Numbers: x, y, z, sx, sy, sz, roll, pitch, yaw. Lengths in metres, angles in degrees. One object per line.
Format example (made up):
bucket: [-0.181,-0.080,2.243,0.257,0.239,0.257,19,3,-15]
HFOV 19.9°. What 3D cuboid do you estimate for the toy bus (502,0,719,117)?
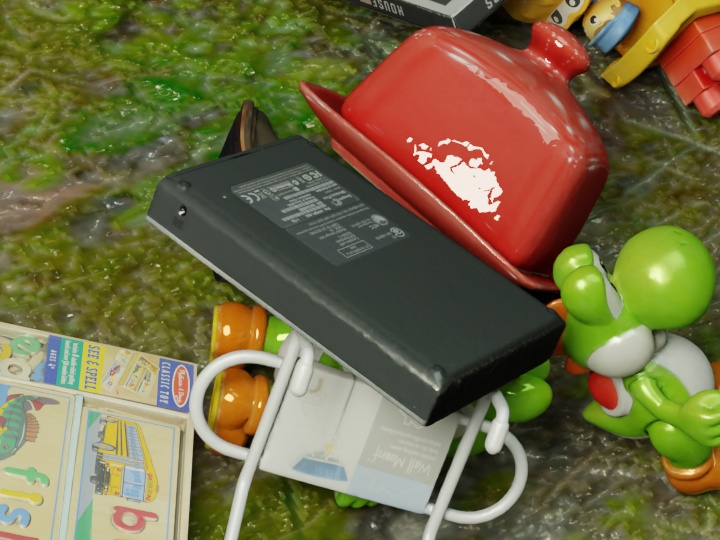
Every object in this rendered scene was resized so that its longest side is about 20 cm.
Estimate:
toy bus: [0.210,-0.199,1.513,0.199,0.136,0.193,-20,78,-33]

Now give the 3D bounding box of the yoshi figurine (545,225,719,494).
yoshi figurine: [0.190,0.044,1.232,0.112,0.200,0.112,22,70,45]

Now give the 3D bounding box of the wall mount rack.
wall mount rack: [-0.006,0.129,1.120,0.198,0.175,0.075,17,16,-12]

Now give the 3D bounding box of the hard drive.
hard drive: [0.000,0.000,1.123,0.199,0.033,0.139,35,30,22]

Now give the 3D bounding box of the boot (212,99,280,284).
boot: [-0.041,-0.038,1.270,0.096,0.075,0.201,16,28,-14]

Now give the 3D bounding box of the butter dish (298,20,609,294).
butter dish: [0.086,-0.090,1.291,0.199,0.148,0.200,42,8,13]

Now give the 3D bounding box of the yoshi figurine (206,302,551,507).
yoshi figurine: [0.010,0.074,1.205,0.198,0.114,0.112,3,12,-5]

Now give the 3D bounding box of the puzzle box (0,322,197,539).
puzzle box: [-0.156,0.111,1.110,0.132,0.026,0.201,13,38,-13]

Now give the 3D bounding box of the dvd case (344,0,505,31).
dvd case: [0.048,-0.233,1.424,0.150,0.025,0.199,-43,41,-21]
